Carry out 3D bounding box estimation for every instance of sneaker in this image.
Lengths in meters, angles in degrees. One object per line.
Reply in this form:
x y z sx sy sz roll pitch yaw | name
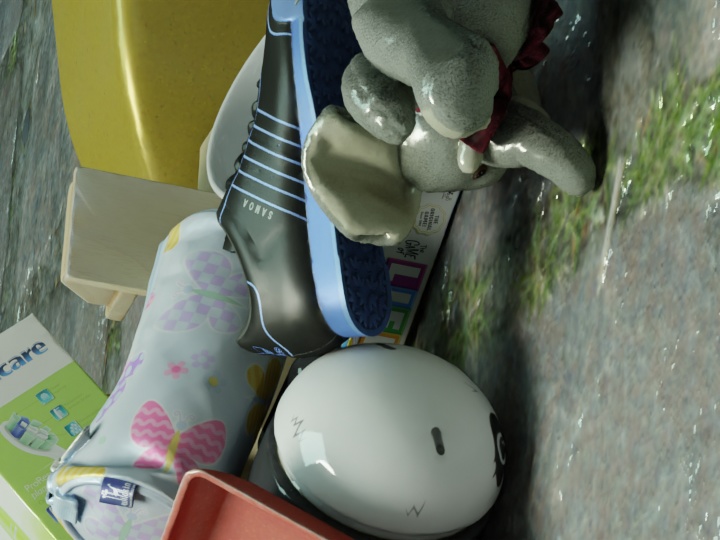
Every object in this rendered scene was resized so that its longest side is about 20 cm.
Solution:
-0.037 -0.055 1.331 0.078 0.070 0.201 -14 71 29 | sneaker

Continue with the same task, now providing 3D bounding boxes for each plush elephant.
0.052 -0.092 1.266 0.200 0.155 0.165 16 53 42 | plush elephant

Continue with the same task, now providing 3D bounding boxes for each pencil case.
-0.092 0.062 1.388 0.083 0.090 0.200 78 -153 -48 | pencil case

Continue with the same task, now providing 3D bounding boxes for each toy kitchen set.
-0.116 0.033 1.555 0.180 0.163 0.201 131 146 -57 | toy kitchen set

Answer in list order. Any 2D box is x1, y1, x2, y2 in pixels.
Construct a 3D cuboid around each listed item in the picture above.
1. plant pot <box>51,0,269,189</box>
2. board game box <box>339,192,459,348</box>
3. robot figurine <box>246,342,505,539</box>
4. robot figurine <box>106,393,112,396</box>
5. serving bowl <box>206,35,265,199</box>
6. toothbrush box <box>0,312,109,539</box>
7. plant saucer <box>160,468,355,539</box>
-0.087 -0.121 1.657 0.194 0.195 0.201 154 118 -70 | plant pot
0.000 0.000 1.545 0.135 0.034 0.200 -111 36 -59 | board game box
0.000 0.129 1.344 0.125 0.150 0.200 -52 -14 -53 | robot figurine
-0.126 0.121 1.702 0.058 0.200 0.145 38 119 26 | robot figurine
0.008 -0.098 1.450 0.200 0.066 0.200 -34 31 24 | serving bowl
-0.163 0.149 1.511 0.200 0.086 0.146 47 151 20 | toothbrush box
-0.017 0.203 1.295 0.037 0.199 0.200 -52 -13 -51 | plant saucer
